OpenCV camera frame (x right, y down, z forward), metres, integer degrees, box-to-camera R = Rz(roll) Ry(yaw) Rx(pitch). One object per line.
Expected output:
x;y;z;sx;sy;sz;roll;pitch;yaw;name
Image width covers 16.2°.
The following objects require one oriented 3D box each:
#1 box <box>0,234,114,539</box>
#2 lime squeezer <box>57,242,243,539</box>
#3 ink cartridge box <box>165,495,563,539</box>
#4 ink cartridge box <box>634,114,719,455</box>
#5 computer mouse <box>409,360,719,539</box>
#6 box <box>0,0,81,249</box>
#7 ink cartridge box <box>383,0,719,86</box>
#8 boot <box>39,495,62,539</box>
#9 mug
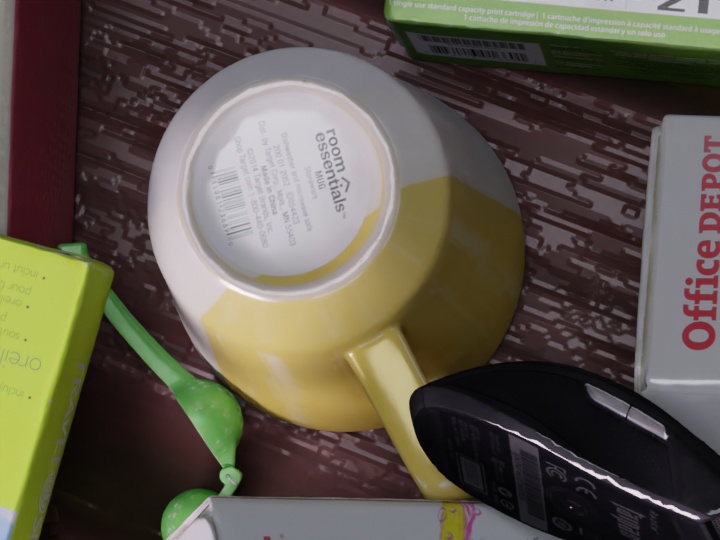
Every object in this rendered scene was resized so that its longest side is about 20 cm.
-0.177;0.078;0.938;0.121;0.048;0.201;16;86;10;box
-0.081;0.087;1.028;0.070;0.038;0.201;-3;88;-19;lime squeezer
0.026;0.163;0.914;0.199;0.083;0.146;5;59;-30;ink cartridge box
0.205;0.020;0.948;0.199;0.088;0.146;3;46;8;ink cartridge box
0.116;0.092;0.895;0.199;0.141;0.046;21;63;26;computer mouse
-0.189;-0.052;1.038;0.127;0.109;0.201;0;82;8;box
0.095;-0.185;1.031;0.147;0.076;0.201;6;84;9;ink cartridge box
-0.168;0.174;1.023;0.107;0.075;0.201;-16;71;9;boot
0.000;-0.010;0.980;0.186;0.153;0.150;29;86;11;mug
